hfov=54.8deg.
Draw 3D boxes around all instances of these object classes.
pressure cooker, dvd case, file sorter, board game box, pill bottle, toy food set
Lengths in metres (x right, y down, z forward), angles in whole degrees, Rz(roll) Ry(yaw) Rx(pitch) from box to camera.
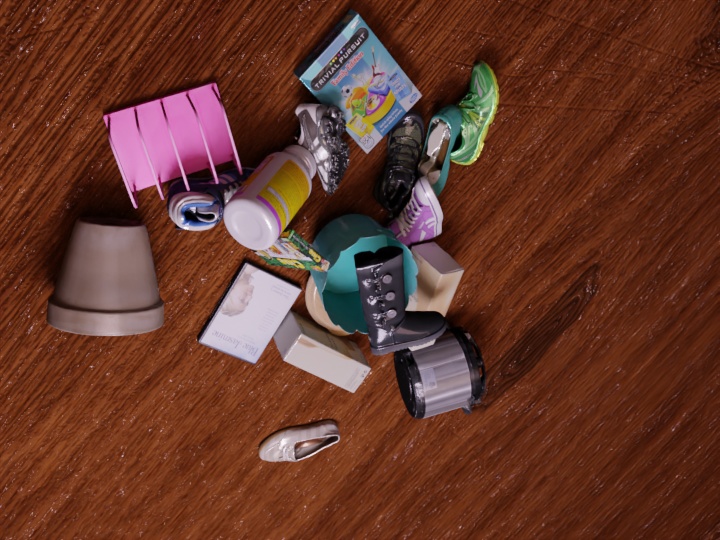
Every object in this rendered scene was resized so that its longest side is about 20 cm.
[{"bbox_3d":[0.188,0.231,1.572,0.195,0.180,0.180,-14,125,-11],"label":"pressure cooker"},{"bbox_3d":[-0.227,0.089,1.424,0.141,0.018,0.202,26,105,-32],"label":"dvd case"},{"bbox_3d":[-0.310,-0.207,1.165,0.195,0.126,0.142,-19,122,-11],"label":"file sorter"},{"bbox_3d":[-0.147,-0.040,1.287,0.104,0.198,0.024,39,71,-33],"label":"board game box"},{"bbox_3d":[-0.150,-0.135,1.214,0.102,0.202,0.106,16,136,16],"label":"pill bottle"},{"bbox_3d":[-0.002,-0.339,1.267,0.151,0.047,0.200,-45,124,5],"label":"board game box"},{"bbox_3d":[-0.023,0.038,1.461,0.198,0.049,0.200,-44,123,5],"label":"toy food set"}]

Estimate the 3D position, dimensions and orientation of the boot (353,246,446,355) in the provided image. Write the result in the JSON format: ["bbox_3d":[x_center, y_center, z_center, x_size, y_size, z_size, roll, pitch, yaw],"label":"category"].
[{"bbox_3d":[0.076,0.044,1.280,0.161,0.066,0.204,-19,119,-14],"label":"boot"}]

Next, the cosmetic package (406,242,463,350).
[{"bbox_3d":[0.132,0.055,1.467,0.070,0.105,0.204,-12,131,-38],"label":"cosmetic package"}]

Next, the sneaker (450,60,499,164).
[{"bbox_3d":[0.213,-0.304,1.357,0.082,0.074,0.205,-1,118,-26],"label":"sneaker"}]

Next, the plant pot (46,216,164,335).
[{"bbox_3d":[-0.435,0.002,1.207,0.195,0.199,0.179,4,99,-23],"label":"plant pot"}]

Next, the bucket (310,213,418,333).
[{"bbox_3d":[0.000,0.000,1.340,0.202,0.135,0.212,-10,121,-17],"label":"bucket"}]

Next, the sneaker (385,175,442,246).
[{"bbox_3d":[0.103,-0.105,1.385,0.112,0.074,0.202,-21,152,-2],"label":"sneaker"}]

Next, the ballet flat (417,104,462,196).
[{"bbox_3d":[0.142,-0.225,1.356,0.070,0.067,0.203,-31,146,-43],"label":"ballet flat"}]

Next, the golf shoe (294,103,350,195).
[{"bbox_3d":[-0.073,-0.230,1.290,0.078,0.093,0.203,-56,158,-34],"label":"golf shoe"}]

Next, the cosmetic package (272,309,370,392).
[{"bbox_3d":[-0.082,0.172,1.478,0.198,0.105,0.072,30,102,-34],"label":"cosmetic package"}]

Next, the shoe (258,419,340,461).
[{"bbox_3d":[-0.139,0.399,1.606,0.195,0.054,0.071,-16,122,-14],"label":"shoe"}]

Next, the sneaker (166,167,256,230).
[{"bbox_3d":[-0.242,-0.118,1.228,0.195,0.147,0.082,-7,120,-18],"label":"sneaker"}]

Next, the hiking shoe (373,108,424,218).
[{"bbox_3d":[0.085,-0.204,1.337,0.074,0.101,0.204,7,116,-17],"label":"hiking shoe"}]
